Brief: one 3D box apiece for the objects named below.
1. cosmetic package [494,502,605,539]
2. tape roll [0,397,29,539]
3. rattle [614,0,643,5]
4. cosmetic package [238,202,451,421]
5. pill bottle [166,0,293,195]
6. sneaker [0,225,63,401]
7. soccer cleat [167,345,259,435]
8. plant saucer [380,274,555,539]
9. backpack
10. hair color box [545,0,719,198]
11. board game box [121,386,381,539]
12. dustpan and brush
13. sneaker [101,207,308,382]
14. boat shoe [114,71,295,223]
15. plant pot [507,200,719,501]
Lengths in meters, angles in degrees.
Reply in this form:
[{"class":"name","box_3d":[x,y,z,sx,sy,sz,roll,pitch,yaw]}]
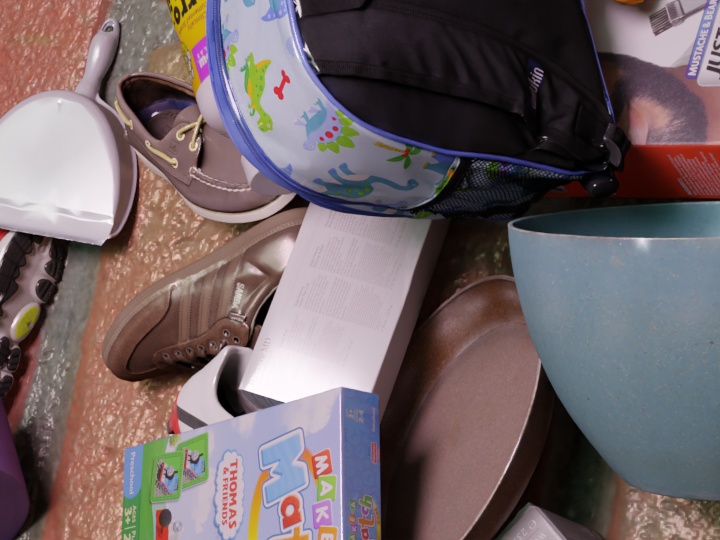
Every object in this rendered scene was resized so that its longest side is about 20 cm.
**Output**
[{"class":"cosmetic package","box_3d":[0.131,0.231,0.756,0.107,0.090,0.200,-49,49,8]},{"class":"tape roll","box_3d":[-0.347,0.157,1.056,0.200,0.200,0.085,-37,56,20]},{"class":"rattle","box_3d":[0.189,-0.263,0.845,0.200,0.130,0.143,-33,17,9]},{"class":"cosmetic package","box_3d":[0.000,0.000,0.920,0.082,0.051,0.200,16,73,15]},{"class":"pill bottle","box_3d":[-0.062,-0.152,0.909,0.104,0.104,0.200,-26,73,26]},{"class":"sneaker","box_3d":[-0.306,0.046,1.147,0.085,0.077,0.200,12,65,45]},{"class":"soccer cleat","box_3d":[-0.063,0.137,0.933,0.085,0.069,0.200,-54,48,31]},{"class":"plant saucer","box_3d":[0.052,0.098,0.847,0.200,0.032,0.200,-49,25,32]},{"class":"backpack","box_3d":[0.015,-0.114,0.785,0.147,0.200,0.183,-31,62,48]},{"class":"hair color box","box_3d":[0.184,-0.102,0.837,0.200,0.064,0.111,2,64,38]},{"class":"board game box","box_3d":[-0.069,0.162,0.861,0.200,0.037,0.151,-20,63,40]},{"class":"dustpan and brush","box_3d":[-0.227,-0.117,1.155,0.139,0.057,0.200,10,77,13]},{"class":"sneaker","box_3d":[-0.095,0.036,0.999,0.200,0.070,0.076,-35,60,23]},{"class":"boat shoe","box_3d":[-0.114,-0.092,1.037,0.072,0.060,0.200,-39,38,-14]},{"class":"plant pot","box_3d":[0.176,0.039,0.740,0.200,0.200,0.135,3,98,37]}]
